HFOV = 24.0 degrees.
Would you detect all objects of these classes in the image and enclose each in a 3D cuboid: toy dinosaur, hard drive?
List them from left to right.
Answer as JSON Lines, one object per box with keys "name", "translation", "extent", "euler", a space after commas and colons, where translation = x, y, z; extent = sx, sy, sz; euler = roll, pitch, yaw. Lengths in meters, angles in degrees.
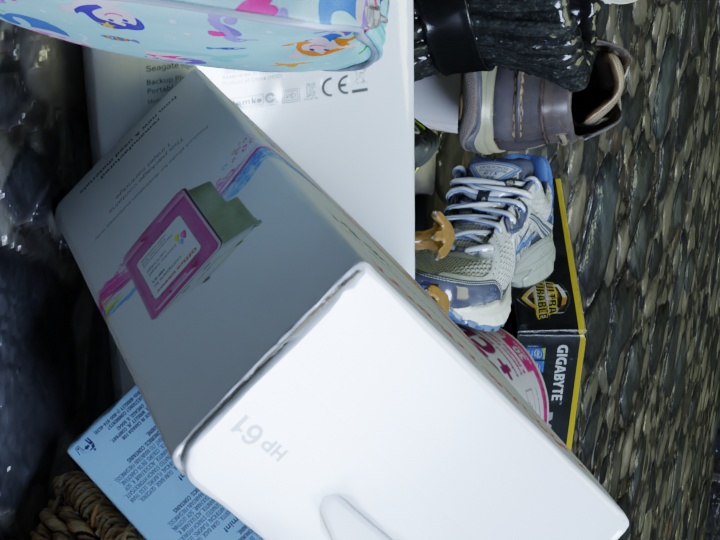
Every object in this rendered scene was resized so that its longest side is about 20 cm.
{"name": "hard drive", "translation": [-0.041, -0.036, 0.686], "extent": [0.027, 0.132, 0.200], "euler": [-135, -141, -58]}
{"name": "toy dinosaur", "translation": [0.000, 0.000, 0.874], "extent": [0.200, 0.106, 0.061], "euler": [-27, 111, -61]}

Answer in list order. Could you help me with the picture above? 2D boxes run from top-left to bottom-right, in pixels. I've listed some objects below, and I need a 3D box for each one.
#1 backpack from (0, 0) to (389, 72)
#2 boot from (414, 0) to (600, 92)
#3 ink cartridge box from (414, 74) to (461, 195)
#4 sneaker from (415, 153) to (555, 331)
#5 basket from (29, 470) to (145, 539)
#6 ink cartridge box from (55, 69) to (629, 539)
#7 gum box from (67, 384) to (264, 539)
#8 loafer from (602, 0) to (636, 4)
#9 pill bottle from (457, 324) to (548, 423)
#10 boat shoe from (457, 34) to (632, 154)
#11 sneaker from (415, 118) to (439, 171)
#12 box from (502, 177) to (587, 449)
{"name": "backpack", "translation": [-0.048, -0.140, 0.529], "extent": [0.200, 0.177, 0.151], "euler": [-41, 140, -77]}
{"name": "boot", "translation": [0.016, -0.112, 0.745], "extent": [0.211, 0.158, 0.080], "euler": [-38, 132, -64]}
{"name": "ink cartridge box", "translation": [0.067, -0.142, 1.021], "extent": [0.116, 0.067, 0.200], "euler": [-4, 102, -70]}
{"name": "sneaker", "translation": [0.068, -0.026, 1.002], "extent": [0.200, 0.077, 0.085], "euler": [-39, 141, -65]}
{"name": "basket", "translation": [-0.043, 0.182, 0.636], "extent": [0.200, 0.143, 0.149], "euler": [53, 47, -35]}
{"name": "ink cartridge box", "translation": [-0.014, 0.031, 0.591], "extent": [0.085, 0.200, 0.145], "euler": [-44, 121, 4]}
{"name": "gum box", "translation": [-0.014, 0.136, 0.641], "extent": [0.045, 0.200, 0.170], "euler": [-43, 167, -8]}
{"name": "loafer", "translation": [0.077, -0.191, 0.869], "extent": [0.076, 0.200, 0.068], "euler": [-25, 146, -39]}
{"name": "pill bottle", "translation": [0.027, 0.086, 0.926], "extent": [0.200, 0.113, 0.114], "euler": [-7, 104, -70]}
{"name": "boat shoe", "translation": [0.116, -0.100, 0.964], "extent": [0.200, 0.073, 0.075], "euler": [-36, 130, -62]}
{"name": "sneaker", "translation": [-0.018, -0.050, 0.839], "extent": [0.076, 0.075, 0.200], "euler": [-56, 173, 21]}
{"name": "box", "translation": [0.116, 0.062, 1.166], "extent": [0.160, 0.049, 0.200], "euler": [-89, 180, -50]}
